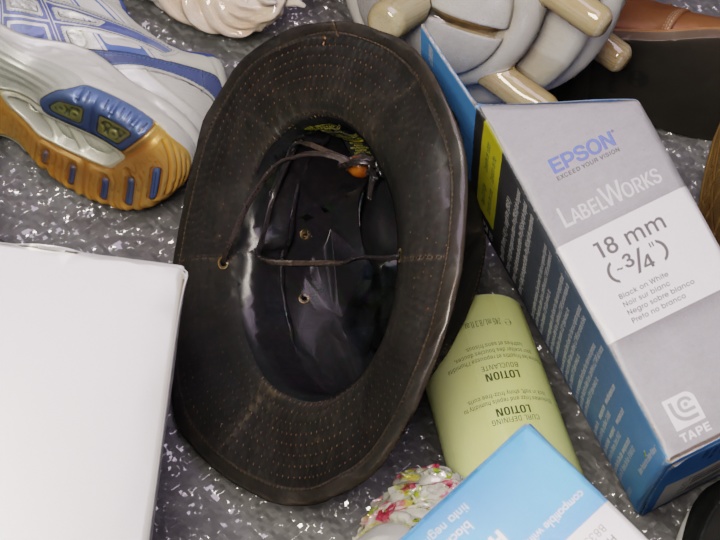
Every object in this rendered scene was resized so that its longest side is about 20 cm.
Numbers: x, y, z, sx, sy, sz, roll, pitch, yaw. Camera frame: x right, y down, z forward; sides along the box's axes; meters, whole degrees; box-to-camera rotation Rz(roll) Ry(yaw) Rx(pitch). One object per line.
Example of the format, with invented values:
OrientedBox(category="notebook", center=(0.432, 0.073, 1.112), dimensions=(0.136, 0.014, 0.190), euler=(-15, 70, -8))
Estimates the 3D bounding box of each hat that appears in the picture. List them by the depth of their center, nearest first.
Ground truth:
OrientedBox(category="hat", center=(0.000, 0.000, 0.922), dimensions=(0.081, 0.201, 0.201), euler=(11, 44, -43))

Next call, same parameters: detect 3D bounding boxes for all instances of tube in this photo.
OrientedBox(category="tube", center=(0.072, 0.104, 0.913), dimensions=(0.058, 0.052, 0.200), euler=(-29, 56, 21))

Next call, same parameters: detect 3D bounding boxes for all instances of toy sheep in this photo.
OrientedBox(category="toy sheep", center=(0.059, -0.135, 0.977), dimensions=(0.138, 0.138, 0.200), euler=(33, 28, 13))

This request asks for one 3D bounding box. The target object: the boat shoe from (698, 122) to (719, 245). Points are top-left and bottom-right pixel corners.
OrientedBox(category="boat shoe", center=(0.201, -0.003, 1.005), dimensions=(0.069, 0.071, 0.200), euler=(8, 47, -10))

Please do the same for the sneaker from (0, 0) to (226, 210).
OrientedBox(category="sneaker", center=(-0.156, -0.104, 1.015), dimensions=(0.200, 0.075, 0.088), euler=(32, 45, 1))

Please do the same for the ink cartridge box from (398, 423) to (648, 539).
OrientedBox(category="ink cartridge box", center=(0.104, 0.157, 0.747), dimensions=(0.067, 0.116, 0.200), euler=(-41, 70, -10))

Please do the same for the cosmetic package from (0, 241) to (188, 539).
OrientedBox(category="cosmetic package", center=(-0.130, 0.096, 0.814), dimensions=(0.107, 0.085, 0.200), euler=(9, 70, -6))

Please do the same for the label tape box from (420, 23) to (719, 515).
OrientedBox(category="label tape box", center=(0.098, -0.008, 0.909), dimensions=(0.063, 0.144, 0.200), euler=(-27, 77, -5))

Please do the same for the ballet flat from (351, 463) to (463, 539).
OrientedBox(category="ballet flat", center=(0.014, 0.153, 0.841), dimensions=(0.064, 0.076, 0.200), euler=(29, 43, -33))

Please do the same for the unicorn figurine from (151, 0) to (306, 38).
OrientedBox(category="unicorn figurine", center=(-0.115, -0.167, 1.073), dimensions=(0.200, 0.074, 0.138), euler=(-13, 66, -4))

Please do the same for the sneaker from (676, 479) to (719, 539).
OrientedBox(category="sneaker", center=(0.172, 0.158, 0.866), dimensions=(0.076, 0.088, 0.200), euler=(6, 52, -8))

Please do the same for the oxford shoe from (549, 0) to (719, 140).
OrientedBox(category="oxford shoe", center=(0.146, -0.113, 1.082), dimensions=(0.200, 0.071, 0.071), euler=(7, 48, -5))

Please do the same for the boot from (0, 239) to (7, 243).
OrientedBox(category="boot", center=(-0.169, -0.018, 0.939), dimensions=(0.200, 0.070, 0.132), euler=(27, 28, -16))
